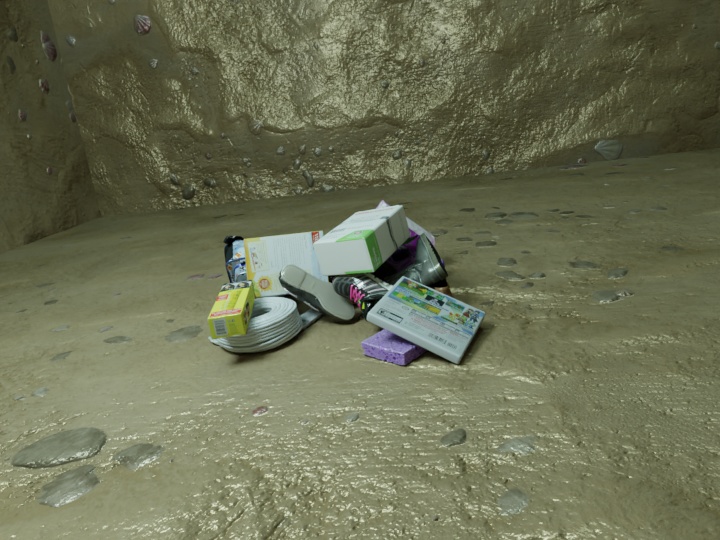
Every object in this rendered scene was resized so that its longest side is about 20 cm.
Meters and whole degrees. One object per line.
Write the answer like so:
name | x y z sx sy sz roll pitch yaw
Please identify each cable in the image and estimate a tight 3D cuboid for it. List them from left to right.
cable | -0.233 0.118 1.259 0.198 0.071 0.198 -21 21 -33

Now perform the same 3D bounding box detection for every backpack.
backpack | -0.252 0.005 1.455 0.187 0.202 0.155 -14 49 -13

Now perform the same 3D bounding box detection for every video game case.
video game case | 0.136 0.093 1.118 0.197 0.022 0.182 24 33 18

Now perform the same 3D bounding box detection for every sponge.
sponge | 0.107 0.132 1.138 0.110 0.030 0.198 8 22 43

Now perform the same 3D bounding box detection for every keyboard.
keyboard | -0.113 0.103 1.368 0.055 0.011 0.199 1 19 28

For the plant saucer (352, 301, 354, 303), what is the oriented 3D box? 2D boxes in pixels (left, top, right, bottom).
plant saucer | -0.026 0.046 1.448 0.196 0.037 0.200 -3 16 -10

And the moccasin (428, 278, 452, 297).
moccasin | 0.179 0.034 1.346 0.072 0.079 0.202 -6 17 3

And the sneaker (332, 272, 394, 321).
sneaker | 0.015 0.061 1.214 0.197 0.075 0.087 21 36 21

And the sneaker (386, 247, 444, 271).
sneaker | 0.143 -0.019 1.480 0.196 0.085 0.081 0 33 -24

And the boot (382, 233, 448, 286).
boot | 0.098 0.013 1.318 0.199 0.073 0.183 -35 27 15

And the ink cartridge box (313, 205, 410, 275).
ink cartridge box | 0.008 -0.071 1.279 0.143 0.085 0.200 -5 23 34

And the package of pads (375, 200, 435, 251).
package of pads | 0.102 -0.095 1.557 0.198 0.121 0.076 30 24 -27

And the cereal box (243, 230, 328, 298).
cereal box | -0.180 -0.014 1.352 0.196 0.147 0.040 -6 -7 -7

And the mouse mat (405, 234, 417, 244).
mouse mat | 0.066 -0.057 1.429 0.158 0.008 0.200 -20 -3 -1

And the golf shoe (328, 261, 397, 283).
golf shoe | 0.000 0.000 1.406 0.196 0.079 0.088 2 10 12

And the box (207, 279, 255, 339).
box | -0.275 0.081 1.198 0.074 0.051 0.200 -8 20 -1

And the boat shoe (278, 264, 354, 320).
boat shoe | -0.103 0.056 1.298 0.067 0.198 0.057 -58 2 -30
